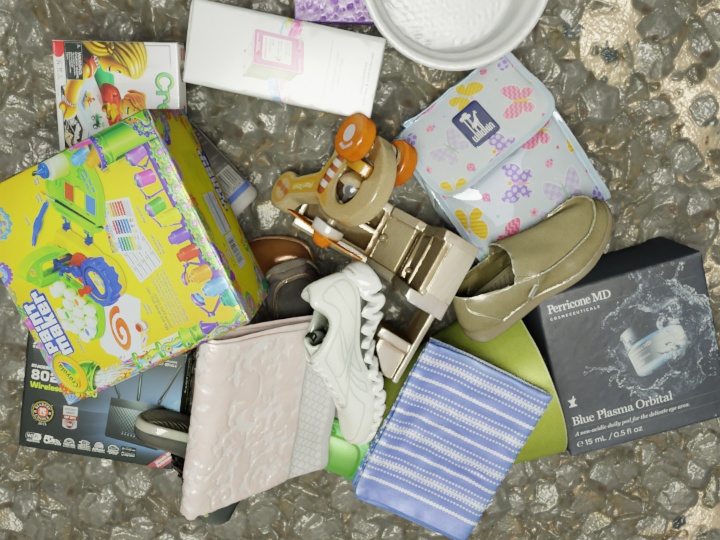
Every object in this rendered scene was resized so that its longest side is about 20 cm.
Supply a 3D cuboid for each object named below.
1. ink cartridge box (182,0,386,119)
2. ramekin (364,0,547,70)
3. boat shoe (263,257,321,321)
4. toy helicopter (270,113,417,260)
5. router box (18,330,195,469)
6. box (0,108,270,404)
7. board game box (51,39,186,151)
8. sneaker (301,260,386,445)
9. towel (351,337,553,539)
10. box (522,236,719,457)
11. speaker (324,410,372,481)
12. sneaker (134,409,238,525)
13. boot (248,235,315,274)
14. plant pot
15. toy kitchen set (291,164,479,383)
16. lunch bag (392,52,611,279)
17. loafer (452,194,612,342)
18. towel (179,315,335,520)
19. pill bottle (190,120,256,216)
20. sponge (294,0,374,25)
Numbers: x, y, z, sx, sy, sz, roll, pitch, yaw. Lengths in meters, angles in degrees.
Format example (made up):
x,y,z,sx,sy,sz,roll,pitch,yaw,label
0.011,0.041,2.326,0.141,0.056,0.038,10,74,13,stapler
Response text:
x,y,z,sx,sy,sz,roll,pitch,yaw,label
-0.079,-0.225,0.798,0.196,0.145,0.086,12,103,-4,ink cartridge box
0.093,-0.312,0.777,0.196,0.098,0.205,0,101,-2,ramekin
-0.065,0.061,0.843,0.073,0.201,0.074,-23,60,-12,boat shoe
-0.036,-0.080,0.792,0.078,0.198,0.135,23,76,-37,toy helicopter
-0.310,0.150,0.916,0.196,0.062,0.153,9,101,-3,router box
-0.218,-0.018,0.697,0.190,0.122,0.203,-23,100,7,box
-0.240,-0.128,0.756,0.124,0.035,0.204,1,103,0,board game box
-0.021,0.093,0.764,0.080,0.075,0.204,-16,115,-30,sneaker
0.090,0.182,0.770,0.143,0.024,0.202,24,110,-3,towel
0.308,0.087,0.889,0.193,0.118,0.204,-16,101,2,box
-0.061,0.196,0.920,0.197,0.089,0.090,22,101,-6,speaker
-0.198,0.240,0.882,0.199,0.074,0.107,32,84,-43,sneaker
-0.151,0.013,0.842,0.196,0.155,0.078,-4,102,0,boot
0.104,0.155,0.850,0.197,0.187,0.190,-22,102,-3,plant pot
0.000,0.000,0.811,0.178,0.200,0.165,29,93,-7,toy kitchen set
0.152,-0.118,0.835,0.168,0.127,0.201,-35,101,3,lunch bag
0.175,-0.008,0.769,0.200,0.076,0.067,-44,127,6,loafer
-0.096,0.149,0.783,0.189,0.032,0.204,-8,116,-43,towel
-0.222,-0.120,0.834,0.114,0.114,0.200,-42,99,8,pill bottle
0.021,-0.336,0.836,0.196,0.030,0.114,1,102,-2,sponge
